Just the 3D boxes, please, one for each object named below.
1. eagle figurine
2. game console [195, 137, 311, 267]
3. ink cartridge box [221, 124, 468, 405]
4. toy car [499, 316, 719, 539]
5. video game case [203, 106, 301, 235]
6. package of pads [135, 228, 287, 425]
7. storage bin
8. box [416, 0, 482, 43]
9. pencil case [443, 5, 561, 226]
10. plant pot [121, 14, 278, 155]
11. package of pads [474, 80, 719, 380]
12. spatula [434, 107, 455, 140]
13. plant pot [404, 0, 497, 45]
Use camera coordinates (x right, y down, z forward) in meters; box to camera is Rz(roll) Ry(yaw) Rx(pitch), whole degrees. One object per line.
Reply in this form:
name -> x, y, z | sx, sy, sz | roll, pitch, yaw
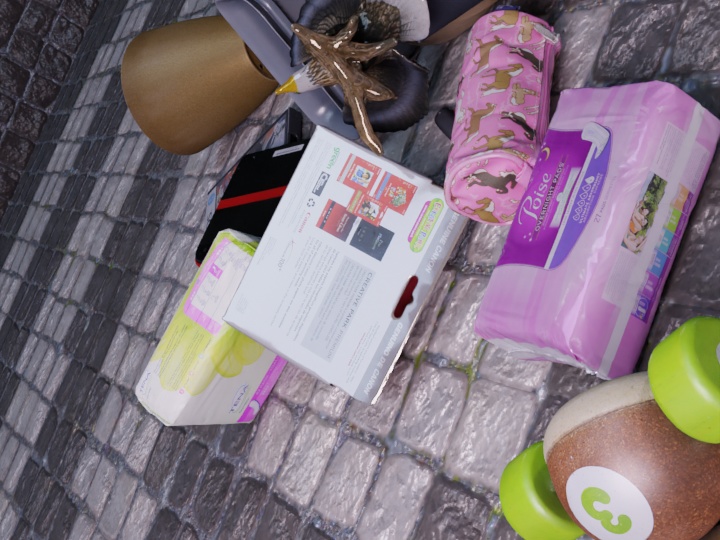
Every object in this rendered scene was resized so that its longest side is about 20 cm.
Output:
eagle figurine -> -0.010, -0.193, 0.958 | 0.200, 0.149, 0.153 | -56, -27, -75
game console -> -0.103, -0.076, 1.236 | 0.199, 0.031, 0.178 | -7, 51, 44
ink cartridge box -> 0.000, 0.000, 0.956 | 0.175, 0.084, 0.201 | 29, 93, 26
toy car -> 0.181, 0.152, 0.514 | 0.165, 0.156, 0.202 | -51, 41, 46
video game case -> -0.143, -0.086, 1.356 | 0.200, 0.025, 0.182 | -40, 36, 37
package of pads -> -0.126, 0.063, 1.072 | 0.068, 0.154, 0.201 | 33, 99, 27
storage bin -> -0.033, -0.262, 1.139 | 0.135, 0.200, 0.145 | -48, 26, -9
box -> 0.062, -0.345, 0.970 | 0.196, 0.118, 0.200 | -35, 56, -13
pencil case -> 0.119, -0.128, 0.868 | 0.087, 0.082, 0.201 | 107, 177, -51
plant pot -> -0.200, -0.278, 1.475 | 0.199, 0.186, 0.188 | -15, 54, 39
package of pads -> 0.163, -0.028, 0.744 | 0.120, 0.075, 0.202 | 9, 76, 59
spatula -> 0.102, -0.114, 0.971 | 0.057, 0.020, 0.200 | -50, 30, 13
plant pot -> 0.063, -0.295, 1.064 | 0.093, 0.198, 0.203 | 78, -170, -55
